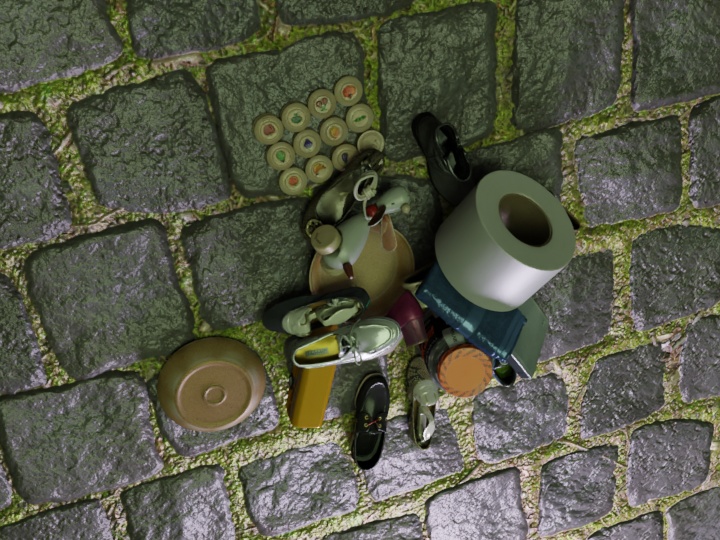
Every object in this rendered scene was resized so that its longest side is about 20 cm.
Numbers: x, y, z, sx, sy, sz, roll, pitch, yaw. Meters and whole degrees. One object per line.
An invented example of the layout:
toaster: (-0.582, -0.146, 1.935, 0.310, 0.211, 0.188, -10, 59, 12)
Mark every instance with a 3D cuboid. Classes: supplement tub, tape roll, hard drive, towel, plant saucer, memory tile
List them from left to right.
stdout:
plant saucer: (-0.270, 0.220, 1.516, 0.199, 0.035, 0.202, -7, 116, -14)
memory tile: (-0.068, -0.225, 1.393, 0.199, 0.017, 0.154, -26, 119, -5)
plant saucer: (0.000, 0.000, 1.506, 0.199, 0.035, 0.202, -7, 115, -14)
supplement tub: (0.174, 0.148, 1.526, 0.121, 0.200, 0.123, -1, 107, -5)
towel: (0.191, 0.065, 1.436, 0.200, 0.112, 0.049, 39, 144, -4)
tape roll: (0.245, -0.050, 1.413, 0.201, 0.204, 0.139, 14, 142, -22)
hard drive: (0.287, 0.091, 1.570, 0.200, 0.033, 0.140, 48, 52, -33)

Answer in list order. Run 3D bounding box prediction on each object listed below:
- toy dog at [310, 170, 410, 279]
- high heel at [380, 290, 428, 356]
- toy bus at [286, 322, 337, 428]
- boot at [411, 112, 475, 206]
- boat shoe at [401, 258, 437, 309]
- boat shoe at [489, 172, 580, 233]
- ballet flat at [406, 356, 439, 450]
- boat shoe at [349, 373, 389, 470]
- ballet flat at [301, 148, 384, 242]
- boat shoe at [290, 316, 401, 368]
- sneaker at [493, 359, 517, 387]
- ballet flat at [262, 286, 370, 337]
toy dog: (0.009, -0.058, 1.398, 0.200, 0.096, 0.132, -49, 147, 12)
high heel: (0.039, 0.108, 1.534, 0.199, 0.067, 0.097, -22, 83, 35)
toy bus: (-0.088, 0.188, 1.541, 0.065, 0.078, 0.201, 6, 112, -20)
boot: (0.158, -0.172, 1.418, 0.070, 0.132, 0.200, -37, 117, 1)
boat shoe: (0.168, -0.006, 1.509, 0.199, 0.072, 0.065, -30, 121, -2)
boat shoe: (0.317, -0.124, 1.505, 0.199, 0.072, 0.073, 29, 69, -15)
ballet flat: (0.129, 0.272, 1.649, 0.067, 0.075, 0.201, -6, 115, -13)
boat shoe: (0.023, 0.301, 1.639, 0.073, 0.063, 0.203, 4, 111, -16)
ballet flat: (-0.031, -0.126, 1.410, 0.067, 0.046, 0.200, 42, 101, -9)
boat shoe: (-0.026, 0.128, 1.437, 0.200, 0.086, 0.075, -11, 93, 0)
sneaker: (0.275, 0.143, 1.623, 0.078, 0.089, 0.201, -20, 117, 3)
ballet flat: (-0.079, 0.078, 1.461, 0.199, 0.073, 0.073, -14, 118, 3)
